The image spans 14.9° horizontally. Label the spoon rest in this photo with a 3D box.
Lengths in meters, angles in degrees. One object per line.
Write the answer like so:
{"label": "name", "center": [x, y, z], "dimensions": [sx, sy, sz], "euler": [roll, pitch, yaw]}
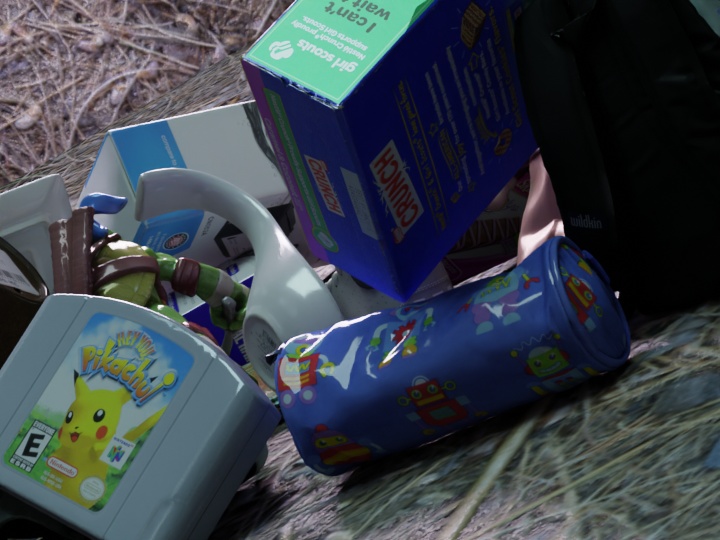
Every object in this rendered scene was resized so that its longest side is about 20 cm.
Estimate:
{"label": "spoon rest", "center": [-0.060, 0.008, 1.671], "dimensions": [0.061, 0.200, 0.099], "euler": [-25, -32, -29]}

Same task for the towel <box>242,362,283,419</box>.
{"label": "towel", "center": [-0.097, 0.093, 1.788], "dimensions": [0.200, 0.022, 0.147], "euler": [-27, 12, 8]}

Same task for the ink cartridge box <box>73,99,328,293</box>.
{"label": "ink cartridge box", "center": [-0.095, -0.052, 1.993], "dimensions": [0.200, 0.084, 0.145], "euler": [-14, -24, -26]}

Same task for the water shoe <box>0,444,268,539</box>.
{"label": "water shoe", "center": [-0.140, 0.139, 1.620], "dimensions": [0.200, 0.072, 0.079], "euler": [-17, 47, 31]}

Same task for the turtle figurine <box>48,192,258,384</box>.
{"label": "turtle figurine", "center": [-0.129, 0.064, 1.755], "dimensions": [0.144, 0.200, 0.194], "euler": [-4, 29, -18]}

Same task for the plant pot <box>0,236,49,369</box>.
{"label": "plant pot", "center": [-0.302, 0.065, 1.825], "dimensions": [0.200, 0.187, 0.187], "euler": [-49, 7, 12]}

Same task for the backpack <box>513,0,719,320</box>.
{"label": "backpack", "center": [0.172, -0.091, 1.488], "dimensions": [0.167, 0.200, 0.127], "euler": [-22, 13, 32]}

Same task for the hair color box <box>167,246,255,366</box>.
{"label": "hair color box", "center": [-0.126, 0.054, 1.923], "dimensions": [0.200, 0.065, 0.109], "euler": [-31, 11, 0]}

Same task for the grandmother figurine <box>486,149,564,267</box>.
{"label": "grandmother figurine", "center": [0.121, -0.062, 1.610], "dimensions": [0.121, 0.061, 0.200], "euler": [-12, 54, 32]}

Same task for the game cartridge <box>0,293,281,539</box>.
{"label": "game cartridge", "center": [-0.142, 0.086, 1.583], "dimensions": [0.200, 0.040, 0.133], "euler": [21, 72, 42]}

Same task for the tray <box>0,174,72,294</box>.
{"label": "tray", "center": [-0.237, 0.023, 1.934], "dimensions": [0.107, 0.200, 0.022], "euler": [-23, 49, -10]}

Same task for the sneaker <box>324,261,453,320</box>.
{"label": "sneaker", "center": [0.000, 0.000, 1.672], "dimensions": [0.075, 0.116, 0.200], "euler": [-26, 15, -29]}

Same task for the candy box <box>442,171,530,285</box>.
{"label": "candy box", "center": [0.075, -0.057, 1.748], "dimensions": [0.200, 0.061, 0.136], "euler": [-26, -28, 12]}

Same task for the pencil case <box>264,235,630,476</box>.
{"label": "pencil case", "center": [0.048, 0.045, 1.492], "dimensions": [0.200, 0.078, 0.087], "euler": [-22, 34, 27]}

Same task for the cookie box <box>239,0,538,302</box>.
{"label": "cookie box", "center": [0.040, -0.114, 1.512], "dimensions": [0.075, 0.171, 0.200], "euler": [27, 63, 31]}
